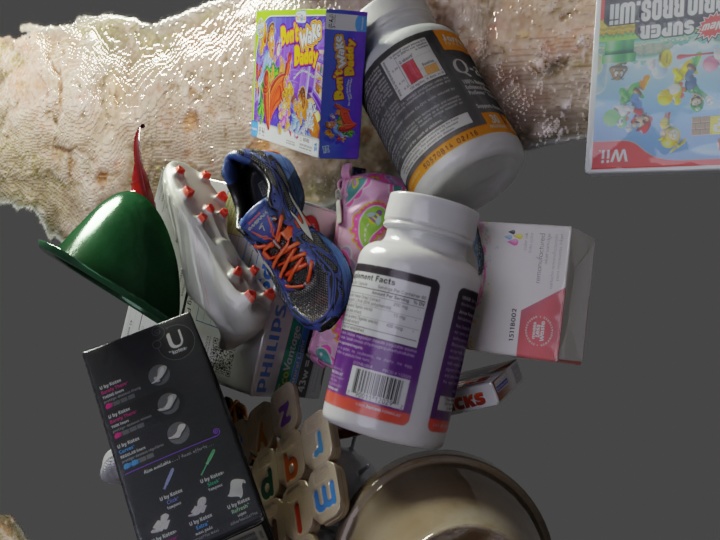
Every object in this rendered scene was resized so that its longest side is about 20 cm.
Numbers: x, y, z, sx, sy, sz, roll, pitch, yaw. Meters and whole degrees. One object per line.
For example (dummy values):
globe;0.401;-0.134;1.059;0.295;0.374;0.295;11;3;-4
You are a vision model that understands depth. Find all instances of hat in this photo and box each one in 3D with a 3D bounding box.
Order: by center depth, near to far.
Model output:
hat;-0.202;-0.058;0.929;0.197;0.166;0.178;29;79;11

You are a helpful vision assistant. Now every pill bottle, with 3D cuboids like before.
pill bottle;0.041;0.041;0.821;0.110;0.111;0.205;12;86;34
pill bottle;0.065;-0.161;0.914;0.116;0.116;0.203;-36;66;24

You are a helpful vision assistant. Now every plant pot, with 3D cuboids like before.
plant pot;0.073;0.252;0.768;0.195;0.174;0.205;0;83;-1

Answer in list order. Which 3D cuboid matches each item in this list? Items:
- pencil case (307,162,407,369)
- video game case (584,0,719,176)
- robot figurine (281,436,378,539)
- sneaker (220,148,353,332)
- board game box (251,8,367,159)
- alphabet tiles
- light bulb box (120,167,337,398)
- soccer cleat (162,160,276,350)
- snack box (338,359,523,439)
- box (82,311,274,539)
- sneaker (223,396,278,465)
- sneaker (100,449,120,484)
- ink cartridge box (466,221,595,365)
pencil case;0.000;0.000;0.952;0.086;0.087;0.205;12;93;34
video game case;0.272;-0.186;0.837;0.141;0.017;0.205;2;85;34
robot figurine;-0.042;0.257;0.931;0.203;0.111;0.170;-63;29;11
sneaker;-0.076;-0.030;0.867;0.075;0.078;0.202;-41;63;19
board game box;-0.058;-0.195;0.974;0.199;0.044;0.138;-152;63;-62
alphabet tiles;-0.081;0.217;0.891;0.199;0.014;0.199;-40;48;34
light bulb box;-0.129;0.014;1.016;0.197;0.124;0.203;15;91;33
soccer cleat;-0.152;-0.018;0.923;0.078;0.069;0.202;-44;63;28
snack box;0.053;0.126;0.908;0.197;0.072;0.025;-18;94;31
box;-0.158;0.162;0.842;0.104;0.123;0.203;-20;64;-11
sneaker;-0.159;0.156;0.997;0.076;0.201;0.079;-28;35;16
sneaker;-0.230;0.171;1.029;0.074;0.200;0.117;-4;75;2
ink cartridge box;0.109;0.016;0.889;0.197;0.067;0.119;5;86;35
